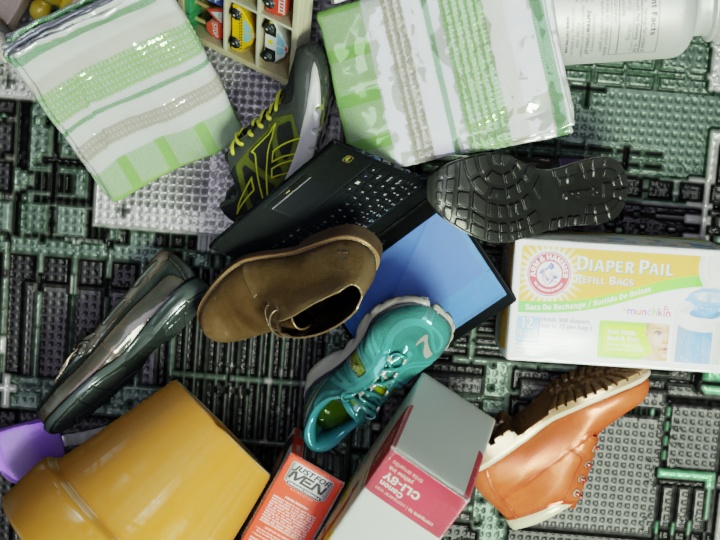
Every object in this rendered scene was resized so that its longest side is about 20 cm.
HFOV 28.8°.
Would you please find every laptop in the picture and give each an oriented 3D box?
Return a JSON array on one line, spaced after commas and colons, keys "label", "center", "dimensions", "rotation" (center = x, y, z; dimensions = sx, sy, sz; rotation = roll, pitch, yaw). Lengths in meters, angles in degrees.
[{"label": "laptop", "center": [0.000, 0.000, 1.230], "dimensions": [0.199, 0.104, 0.177], "rotation": [19, 137, -40]}]

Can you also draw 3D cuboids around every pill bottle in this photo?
[{"label": "pill bottle", "center": [0.241, -0.243, 1.235], "dimensions": [0.197, 0.114, 0.116], "rotation": [-3, 97, 0]}]

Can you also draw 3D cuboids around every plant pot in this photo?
[{"label": "plant pot", "center": [-0.185, 0.207, 1.257], "dimensions": [0.183, 0.200, 0.200], "rotation": [-45, 95, -6]}]

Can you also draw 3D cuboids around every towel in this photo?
[{"label": "towel", "center": [-0.199, -0.154, 1.222], "dimensions": [0.148, 0.031, 0.201], "rotation": [-24, 137, 3]}, {"label": "towel", "center": [0.073, -0.171, 1.191], "dimensions": [0.197, 0.031, 0.151], "rotation": [-11, 97, 12]}]

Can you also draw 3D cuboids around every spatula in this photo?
[{"label": "spatula", "center": [-0.247, 0.155, 1.329], "dimensions": [0.197, 0.021, 0.057], "rotation": [-14, 95, 1]}]

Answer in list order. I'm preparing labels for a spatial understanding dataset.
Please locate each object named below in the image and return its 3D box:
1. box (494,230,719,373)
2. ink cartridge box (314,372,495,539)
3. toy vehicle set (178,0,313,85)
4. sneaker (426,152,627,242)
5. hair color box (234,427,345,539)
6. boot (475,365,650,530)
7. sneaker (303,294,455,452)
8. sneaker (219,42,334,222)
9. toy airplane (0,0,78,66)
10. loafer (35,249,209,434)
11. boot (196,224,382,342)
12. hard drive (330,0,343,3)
[{"label": "box", "center": [0.226, 0.025, 1.273], "dimensions": [0.197, 0.101, 0.114], "rotation": [3, 97, 0]}, {"label": "ink cartridge box", "center": [0.025, 0.214, 1.246], "dimensions": [0.083, 0.145, 0.201], "rotation": [32, 116, -1]}, {"label": "toy vehicle set", "center": [-0.098, -0.259, 1.195], "dimensions": [0.123, 0.201, 0.027], "rotation": [26, 54, 14]}, {"label": "sneaker", "center": [0.133, -0.067, 1.244], "dimensions": [0.198, 0.087, 0.077], "rotation": [-1, 98, -29]}, {"label": "hair color box", "center": [-0.086, 0.255, 1.302], "dimensions": [0.061, 0.102, 0.202], "rotation": [29, 95, -4]}, {"label": "boot", "center": [0.196, 0.161, 1.309], "dimensions": [0.199, 0.075, 0.108], "rotation": [-32, 99, 12]}, {"label": "sneaker", "center": [0.014, 0.096, 1.251], "dimensions": [0.077, 0.080, 0.200], "rotation": [32, 129, -15]}, {"label": "sneaker", "center": [-0.077, -0.111, 1.244], "dimensions": [0.084, 0.075, 0.202], "rotation": [16, 121, 1]}, {"label": "toy airplane", "center": [-0.277, -0.274, 1.216], "dimensions": [0.196, 0.141, 0.203], "rotation": [-6, 104, 10]}, {"label": "loafer", "center": [-0.228, 0.065, 1.304], "dimensions": [0.200, 0.072, 0.063], "rotation": [-42, 75, -2]}, {"label": "boot", "center": [-0.072, 0.028, 1.216], "dimensions": [0.199, 0.076, 0.074], "rotation": [-24, 126, 32]}, {"label": "hard drive", "center": [0.049, -0.320, 1.176], "dimensions": [0.198, 0.026, 0.133], "rotation": [-20, 106, -8]}]
